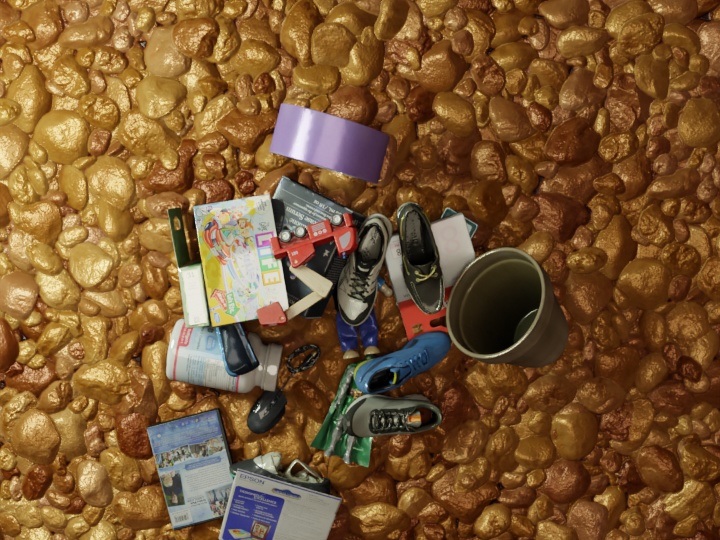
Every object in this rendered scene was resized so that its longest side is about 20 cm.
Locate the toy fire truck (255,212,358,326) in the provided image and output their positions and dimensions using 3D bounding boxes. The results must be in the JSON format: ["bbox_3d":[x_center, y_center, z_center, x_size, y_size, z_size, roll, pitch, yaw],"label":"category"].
[{"bbox_3d":[-0.087,0.000,1.470,0.196,0.049,0.144,-18,83,-3],"label":"toy fire truck"}]

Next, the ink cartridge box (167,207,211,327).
[{"bbox_3d":[-0.292,-0.011,1.574,0.047,0.146,0.205,-6,95,-2],"label":"ink cartridge box"}]

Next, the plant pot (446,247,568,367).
[{"bbox_3d":[0.276,0.088,1.576,0.173,0.200,0.202,33,95,-43],"label":"plant pot"}]

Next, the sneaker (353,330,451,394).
[{"bbox_3d":[0.084,0.172,1.607,0.196,0.078,0.067,-22,107,-14],"label":"sneaker"}]

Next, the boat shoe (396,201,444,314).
[{"bbox_3d":[0.105,-0.016,1.566,0.070,0.061,0.206,-15,99,0],"label":"boat shoe"}]

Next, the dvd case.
[{"bbox_3d":[-0.306,0.371,1.673,0.139,0.018,0.205,-14,95,-1],"label":"dvd case"}]

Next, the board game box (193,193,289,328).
[{"bbox_3d":[-0.200,-0.016,1.507,0.131,0.034,0.205,-10,84,-9],"label":"board game box"}]

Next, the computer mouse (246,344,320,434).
[{"bbox_3d":[-0.142,0.219,1.656,0.058,0.034,0.202,35,93,-4],"label":"computer mouse"}]

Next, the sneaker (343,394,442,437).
[{"bbox_3d":[0.059,0.261,1.611,0.196,0.079,0.076,-3,94,-27],"label":"sneaker"}]

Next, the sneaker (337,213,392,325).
[{"bbox_3d":[0.000,0.000,1.560,0.074,0.088,0.205,14,98,5],"label":"sneaker"}]

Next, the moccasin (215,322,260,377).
[{"bbox_3d":[-0.219,0.080,1.550,0.067,0.080,0.205,-13,85,-4],"label":"moccasin"}]

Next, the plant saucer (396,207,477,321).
[{"bbox_3d":[0.140,-0.011,1.651,0.069,0.019,0.203,28,93,-3],"label":"plant saucer"}]

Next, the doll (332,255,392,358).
[{"bbox_3d":[-0.007,0.053,1.632,0.133,0.048,0.205,-10,86,6],"label":"doll"}]

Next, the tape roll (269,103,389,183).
[{"bbox_3d":[-0.053,-0.216,1.535,0.195,0.200,0.087,15,96,-3],"label":"tape roll"}]

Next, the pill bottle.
[{"bbox_3d":[-0.242,0.158,1.610,0.195,0.109,0.112,10,95,-3],"label":"pill bottle"}]

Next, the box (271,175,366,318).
[{"bbox_3d":[-0.103,-0.039,1.579,0.146,0.107,0.204,26,94,13],"label":"box"}]

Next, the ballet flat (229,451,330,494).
[{"bbox_3d":[-0.143,0.375,1.654,0.196,0.073,0.074,23,94,-8],"label":"ballet flat"}]

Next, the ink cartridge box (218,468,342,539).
[{"bbox_3d":[-0.145,0.438,1.624,0.193,0.047,0.203,17,123,-4],"label":"ink cartridge box"}]

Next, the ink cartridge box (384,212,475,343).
[{"bbox_3d":[0.136,0.016,1.622,0.159,0.057,0.205,-17,91,0],"label":"ink cartridge box"}]

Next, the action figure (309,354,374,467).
[{"bbox_3d":[-0.012,0.250,1.656,0.116,0.055,0.205,17,91,0],"label":"action figure"}]
